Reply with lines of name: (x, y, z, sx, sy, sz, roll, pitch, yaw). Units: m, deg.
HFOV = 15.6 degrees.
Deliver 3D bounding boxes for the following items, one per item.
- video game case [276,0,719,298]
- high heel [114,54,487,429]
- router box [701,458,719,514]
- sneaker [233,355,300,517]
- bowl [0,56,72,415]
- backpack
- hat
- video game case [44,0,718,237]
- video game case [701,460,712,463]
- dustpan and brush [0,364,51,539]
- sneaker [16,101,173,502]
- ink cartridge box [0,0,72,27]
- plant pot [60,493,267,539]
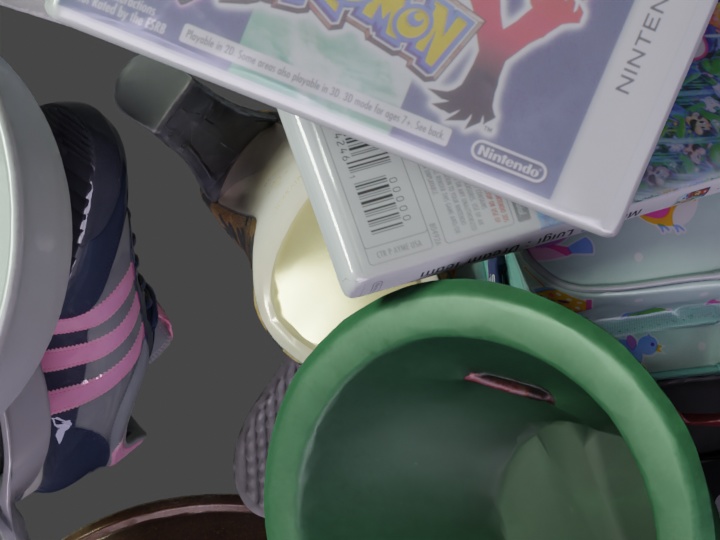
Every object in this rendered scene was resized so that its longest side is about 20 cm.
video game case: (0.048, -0.107, 0.900, 0.182, 0.200, 0.024, -16, 166, -14)
high heel: (0.000, 0.000, 1.004, 0.071, 0.200, 0.143, -46, 154, 4)
router box: (0.149, 0.138, 0.993, 0.200, 0.052, 0.157, -13, 134, -4)
sneaker: (0.037, 0.030, 1.149, 0.114, 0.073, 0.200, 9, 129, -48)
bowl: (-0.177, -0.011, 0.983, 0.201, 0.201, 0.090, -39, 157, 24)
backpack: (0.111, -0.035, 0.986, 0.176, 0.200, 0.153, -7, 144, -5)
hat: (0.095, 0.083, 0.916, 0.176, 0.200, 0.166, -7, 112, -54)
video game case: (0.027, -0.127, 0.820, 0.200, 0.023, 0.182, 21, 97, -14)
video game case: (0.138, 0.040, 1.073, 0.200, 0.143, 0.018, -37, 125, -6)
dustpan and brush: (-0.156, 0.078, 1.051, 0.057, 0.200, 0.140, -29, 159, -52)
sneaker: (-0.114, 0.008, 1.093, 0.082, 0.070, 0.200, -15, 139, -34)
ink cartridge box: (-0.049, -0.156, 0.948, 0.200, 0.045, 0.176, 15, 130, -26)
plant pot: (-0.066, 0.243, 1.229, 0.200, 0.198, 0.200, -7, 134, -7)
